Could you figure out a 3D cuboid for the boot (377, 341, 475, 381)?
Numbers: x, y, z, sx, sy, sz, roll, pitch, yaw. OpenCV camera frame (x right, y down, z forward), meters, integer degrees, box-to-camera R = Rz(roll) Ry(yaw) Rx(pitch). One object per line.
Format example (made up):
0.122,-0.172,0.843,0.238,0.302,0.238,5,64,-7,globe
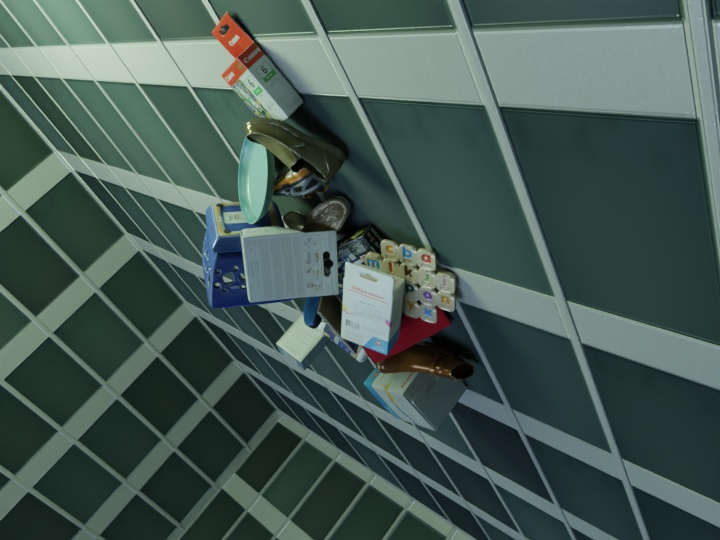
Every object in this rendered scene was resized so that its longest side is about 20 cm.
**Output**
0.152,0.214,1.554,0.154,0.198,0.075,22,116,49,boot

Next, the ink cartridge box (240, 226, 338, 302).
-0.151,-0.016,1.458,0.057,0.197,0.164,-114,19,-58,ink cartridge box

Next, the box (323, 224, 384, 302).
0.000,0.000,1.483,0.199,0.046,0.159,-24,113,46,box

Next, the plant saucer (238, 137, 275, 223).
-0.221,-0.201,1.451,0.200,0.027,0.203,1,91,64,plant saucer

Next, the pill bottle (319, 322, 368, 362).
-0.042,0.146,1.832,0.199,0.111,0.111,37,159,13,pill bottle

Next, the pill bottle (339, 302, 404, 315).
0.039,0.104,1.609,0.199,0.112,0.112,11,143,52,pill bottle

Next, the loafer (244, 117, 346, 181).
-0.126,-0.222,1.250,0.198,0.068,0.076,19,169,3,loafer

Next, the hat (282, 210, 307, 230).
-0.134,-0.047,1.667,0.200,0.081,0.201,37,159,16,hat

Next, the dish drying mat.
0.097,0.134,1.493,0.077,0.199,0.018,56,-167,-20,dish drying mat

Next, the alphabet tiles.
0.102,0.023,1.386,0.198,0.015,0.197,15,136,24,alphabet tiles

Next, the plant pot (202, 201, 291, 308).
-0.262,-0.048,1.556,0.201,0.197,0.181,-113,23,-50,plant pot

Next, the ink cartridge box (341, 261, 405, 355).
0.026,0.064,1.404,0.114,0.068,0.202,19,128,19,ink cartridge box

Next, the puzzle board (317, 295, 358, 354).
-0.050,0.102,1.705,0.017,0.201,0.151,-30,114,21,puzzle board

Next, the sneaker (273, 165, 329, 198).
-0.133,-0.182,1.420,0.077,0.079,0.199,37,164,-21,sneaker

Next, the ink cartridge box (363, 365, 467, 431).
0.140,0.297,1.754,0.146,0.147,0.199,49,159,-19,ink cartridge box

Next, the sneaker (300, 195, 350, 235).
-0.071,-0.109,1.480,0.071,0.113,0.200,44,129,-2,sneaker

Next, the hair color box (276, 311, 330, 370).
-0.135,0.171,1.920,0.099,0.200,0.061,32,158,24,hair color box

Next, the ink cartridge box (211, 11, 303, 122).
-0.201,-0.356,1.230,0.200,0.050,0.109,48,159,-17,ink cartridge box

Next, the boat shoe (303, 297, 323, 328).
-0.096,0.076,1.751,0.068,0.201,0.084,35,127,-22,boat shoe
